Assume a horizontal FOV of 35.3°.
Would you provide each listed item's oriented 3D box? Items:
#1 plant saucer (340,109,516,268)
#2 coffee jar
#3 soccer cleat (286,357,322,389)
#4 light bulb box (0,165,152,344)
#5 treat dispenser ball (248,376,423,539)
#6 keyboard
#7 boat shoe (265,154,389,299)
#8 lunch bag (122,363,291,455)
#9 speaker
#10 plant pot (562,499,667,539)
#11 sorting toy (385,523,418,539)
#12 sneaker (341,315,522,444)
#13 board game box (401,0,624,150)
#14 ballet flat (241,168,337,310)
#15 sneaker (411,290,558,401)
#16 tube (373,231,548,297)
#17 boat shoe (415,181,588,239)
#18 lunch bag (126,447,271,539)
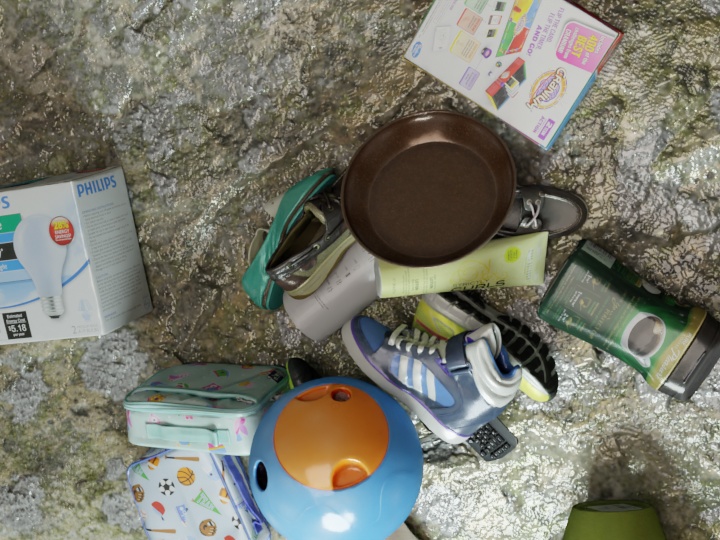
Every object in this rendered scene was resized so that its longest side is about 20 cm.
[{"bbox_3d":[0.078,-0.087,1.278,0.200,0.037,0.201,-5,65,12],"label":"plant saucer"},{"bbox_3d":[0.306,0.057,1.268,0.200,0.085,0.104,33,107,11],"label":"coffee jar"},{"bbox_3d":[-0.018,0.183,1.425,0.081,0.068,0.200,-34,96,13],"label":"soccer cleat"},{"bbox_3d":[-0.402,-0.019,1.475,0.198,0.125,0.200,-7,100,21],"label":"light bulb box"},{"bbox_3d":[-0.028,0.222,1.299,0.201,0.201,0.201,4,103,18],"label":"treat dispenser ball"},{"bbox_3d":[0.093,0.161,1.366,0.200,0.040,0.104,46,145,6],"label":"keyboard"},{"bbox_3d":[-0.037,-0.060,1.328,0.073,0.065,0.200,27,82,48],"label":"boat shoe"},{"bbox_3d":[-0.187,0.172,1.424,0.200,0.160,0.077,0,102,20],"label":"lunch bag"},{"bbox_3d":[0.000,0.000,1.364,0.200,0.081,0.081,-40,87,22],"label":"speaker"},{"bbox_3d":[0.297,0.372,1.308,0.187,0.187,0.200,-4,86,20],"label":"plant pot"},{"bbox_3d":[-0.008,0.371,1.455,0.200,0.107,0.180,-23,75,22],"label":"sorting toy"},{"bbox_3d":[0.091,0.088,1.283,0.200,0.081,0.146,44,119,7],"label":"sneaker"},{"bbox_3d":[0.169,-0.253,1.271,0.200,0.040,0.153,35,110,9],"label":"board game box"},{"bbox_3d":[-0.098,-0.048,1.398,0.070,0.067,0.200,33,109,25],"label":"ballet flat"},{"bbox_3d":[0.146,0.095,1.345,0.200,0.078,0.090,39,119,13],"label":"sneaker"},{"bbox_3d":[0.117,-0.004,1.296,0.200,0.058,0.052,-6,79,-7],"label":"tube"},{"bbox_3d":[0.159,-0.069,1.306,0.200,0.057,0.067,8,104,17],"label":"boat shoe"},{"bbox_3d":[-0.211,0.316,1.512,0.160,0.076,0.200,-24,93,20],"label":"lunch bag"}]
